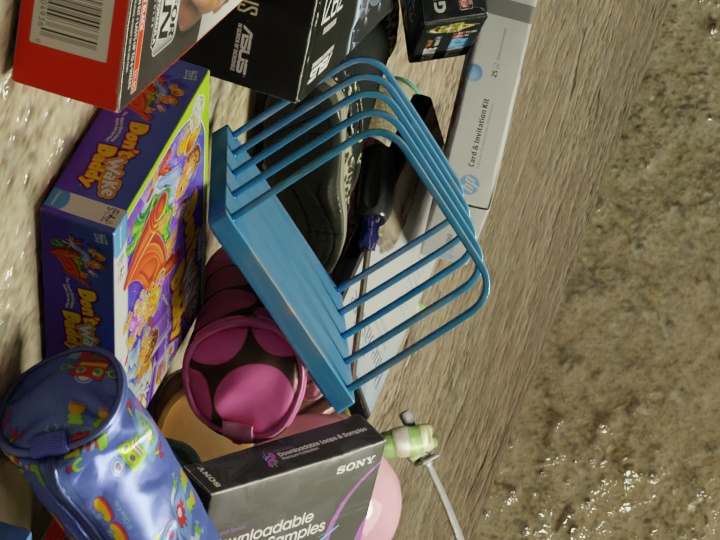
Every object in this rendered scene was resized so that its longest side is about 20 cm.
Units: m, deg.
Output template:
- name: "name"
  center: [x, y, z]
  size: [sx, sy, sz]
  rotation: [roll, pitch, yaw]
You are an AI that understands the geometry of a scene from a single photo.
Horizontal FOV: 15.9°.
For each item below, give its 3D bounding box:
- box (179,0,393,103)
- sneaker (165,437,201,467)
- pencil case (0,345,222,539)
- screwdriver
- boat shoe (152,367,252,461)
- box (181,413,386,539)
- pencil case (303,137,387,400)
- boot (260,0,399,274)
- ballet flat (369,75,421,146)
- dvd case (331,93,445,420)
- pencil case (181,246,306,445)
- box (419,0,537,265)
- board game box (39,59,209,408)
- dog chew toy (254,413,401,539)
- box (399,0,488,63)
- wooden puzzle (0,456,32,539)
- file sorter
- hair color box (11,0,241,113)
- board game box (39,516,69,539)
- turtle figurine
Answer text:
- name: "box"
  center: [-0.030, -0.215, 1.537]
  size: [0.200, 0.086, 0.165]
  rotation: [-51, 157, -62]
- name: "sneaker"
  center: [-0.105, 0.152, 1.655]
  size: [0.200, 0.079, 0.131]
  rotation: [-25, 133, -47]
- name: "pencil case"
  center: [-0.129, 0.137, 1.433]
  size: [0.087, 0.078, 0.201]
  rotation: [-85, 155, -49]
- name: "screwdriver"
  center: [0.000, 0.000, 1.781]
  size: [0.028, 0.029, 0.201]
  rotation: [40, 51, -43]
- name: "boat shoe"
  center: [-0.110, 0.133, 1.762]
  size: [0.071, 0.070, 0.201]
  rotation: [-113, -165, -45]
- name: "box"
  center: [-0.064, 0.193, 1.596]
  size: [0.142, 0.036, 0.201]
  rotation: [-15, 129, -40]
- name: "pencil case"
  center: [-0.028, -0.004, 1.895]
  size: [0.087, 0.082, 0.201]
  rotation: [57, 49, -50]
- name: "boot"
  center: [-0.022, -0.099, 1.803]
  size: [0.204, 0.073, 0.154]
  rotation: [98, 12, -47]
- name: "ballet flat"
  center: [0.020, -0.073, 2.074]
  size: [0.062, 0.067, 0.201]
  rotation: [-54, 161, -31]
- name: "dvd case"
  center: [0.022, -0.010, 1.882]
  size: [0.143, 0.017, 0.201]
  rotation: [71, 38, -56]
- name: "pencil case"
  center: [-0.069, 0.047, 1.637]
  size: [0.200, 0.090, 0.094]
  rotation: [-82, -170, -76]
- name: "box"
  center: [0.088, -0.120, 1.840]
  size: [0.156, 0.041, 0.201]
  rotation: [105, -2, -76]
- name: "board game box"
  center: [-0.133, -0.007, 1.464]
  size: [0.201, 0.044, 0.135]
  rotation: [95, 16, -49]
- name: "dog chew toy"
  center: [-0.066, 0.199, 1.890]
  size: [0.200, 0.125, 0.125]
  rotation: [-41, 161, -11]
- name: "box"
  center: [0.047, -0.232, 1.728]
  size: [0.200, 0.046, 0.160]
  rotation: [130, -48, -87]
- name: "wooden puzzle"
  center: [-0.222, 0.228, 1.393]
  size: [0.200, 0.046, 0.186]
  rotation: [-58, 163, -51]
- name: "file sorter"
  center: [-0.005, -0.032, 1.559]
  size: [0.122, 0.139, 0.200]
  rotation: [-31, -164, 7]
- name: "hair color box"
  center: [-0.105, -0.165, 1.306]
  size: [0.200, 0.061, 0.102]
  rotation: [-55, 159, -60]
- name: "board game box"
  center: [-0.132, 0.195, 1.576]
  size: [0.200, 0.030, 0.096]
  rotation: [21, 101, -50]
- name: "turtle figurine"
  center: [-0.006, 0.116, 2.050]
  size: [0.144, 0.199, 0.195]
  rotation: [-7, -116, 64]
